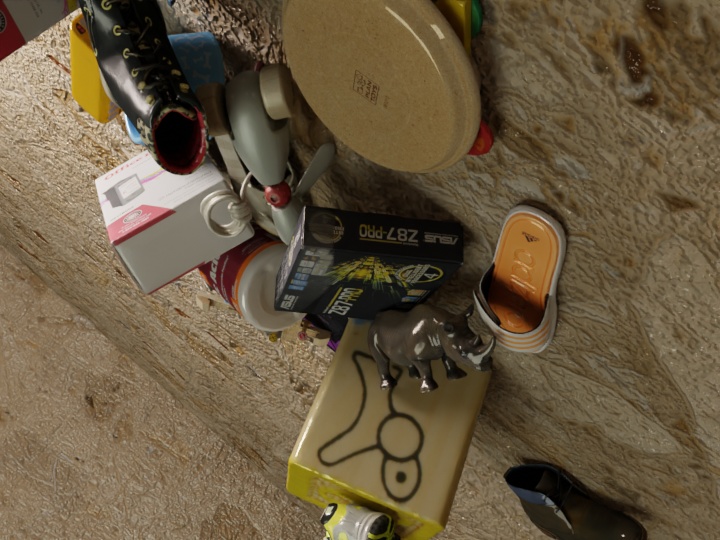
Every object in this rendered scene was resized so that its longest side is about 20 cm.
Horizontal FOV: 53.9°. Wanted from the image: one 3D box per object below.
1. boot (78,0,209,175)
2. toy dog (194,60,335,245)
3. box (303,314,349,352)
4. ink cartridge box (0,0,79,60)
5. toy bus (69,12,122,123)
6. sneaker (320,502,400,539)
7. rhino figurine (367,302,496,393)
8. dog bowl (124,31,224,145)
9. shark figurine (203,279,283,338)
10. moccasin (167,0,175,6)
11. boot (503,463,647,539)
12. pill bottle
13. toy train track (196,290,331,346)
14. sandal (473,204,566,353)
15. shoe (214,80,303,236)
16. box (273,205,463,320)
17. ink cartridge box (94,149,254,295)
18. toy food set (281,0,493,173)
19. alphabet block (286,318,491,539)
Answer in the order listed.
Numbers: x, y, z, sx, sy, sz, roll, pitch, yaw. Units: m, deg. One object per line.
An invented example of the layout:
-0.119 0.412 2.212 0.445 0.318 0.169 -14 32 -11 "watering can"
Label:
-0.188 -0.197 0.614 0.154 0.073 0.205 50 152 34 "boot"
-0.092 -0.127 0.717 0.130 0.097 0.201 9 133 1 "toy dog"
-0.013 0.071 0.987 0.143 0.036 0.200 39 153 8 "box"
-0.299 -0.297 0.608 0.085 0.200 0.148 29 152 25 "ink cartridge box"
-0.292 -0.254 0.827 0.065 0.078 0.200 44 155 -6 "toy bus"
0.000 0.327 0.851 0.076 0.076 0.201 21 143 21 "sneaker"
0.071 0.077 0.734 0.199 0.059 0.088 -15 96 59 "rhino figurine"
-0.209 -0.191 0.771 0.199 0.049 0.113 0 93 57 "dog bowl"
-0.160 0.032 1.074 0.215 0.089 0.128 50 -178 -15 "shark figurine"
-0.135 -0.267 0.589 0.199 0.068 0.081 17 146 47 "moccasin"
0.266 0.308 0.911 0.097 0.075 0.199 46 157 -15 "boot"
-0.149 -0.011 0.938 0.199 0.114 0.115 32 156 48 "pill bottle"
-0.141 0.076 1.010 0.198 0.033 0.115 18 149 -2 "toy train track"
0.140 0.024 0.661 0.079 0.059 0.208 29 152 26 "sandal"
-0.115 -0.114 0.794 0.053 0.070 0.201 40 161 55 "shoe"
0.000 0.000 0.747 0.159 0.050 0.200 8 158 -13 "box"
-0.231 -0.078 0.860 0.200 0.147 0.086 48 167 52 "ink cartridge box"
0.018 -0.157 0.565 0.197 0.049 0.201 30 152 25 "toy food set"
0.031 0.204 0.891 0.193 0.201 0.197 22 153 6 "alphabet block"
